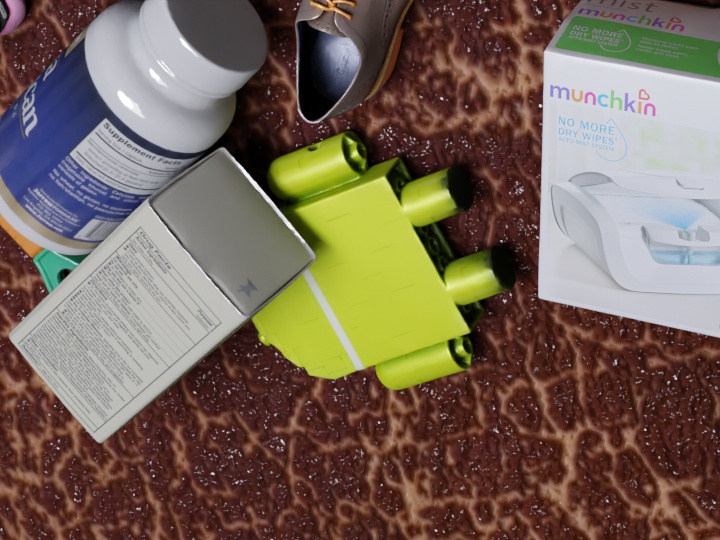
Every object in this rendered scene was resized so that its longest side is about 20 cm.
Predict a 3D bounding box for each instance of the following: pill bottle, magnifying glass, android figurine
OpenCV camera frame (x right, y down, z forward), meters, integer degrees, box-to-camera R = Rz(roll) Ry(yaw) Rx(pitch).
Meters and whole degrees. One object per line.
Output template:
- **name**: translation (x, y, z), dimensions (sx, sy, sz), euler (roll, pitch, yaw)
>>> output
- **pill bottle**: translation (-0.150, -0.106, 1.774), dimensions (0.111, 0.111, 0.200), euler (46, 126, -5)
- **magnifying glass**: translation (-0.207, -0.001, 1.920), dimensions (0.200, 0.022, 0.080), euler (48, 127, -6)
- **android figurine**: translation (0.000, 0.000, 1.809), dimensions (0.200, 0.041, 0.182), euler (-21, 108, 33)

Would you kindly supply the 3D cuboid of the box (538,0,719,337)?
- **box**: translation (0.216, -0.060, 1.637), dimensions (0.199, 0.097, 0.177), euler (13, 125, 20)

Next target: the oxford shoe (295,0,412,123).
- **oxford shoe**: translation (0.001, -0.178, 1.681), dimensions (0.071, 0.073, 0.201), euler (20, 125, 14)

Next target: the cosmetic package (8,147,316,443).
- **cosmetic package**: translation (-0.133, 0.018, 1.810), dimensions (0.103, 0.087, 0.200), euler (51, 136, -1)

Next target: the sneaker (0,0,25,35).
- **sneaker**: translation (-0.322, -0.150, 1.835), dimensions (0.199, 0.096, 0.079), euler (-11, 132, 31)
